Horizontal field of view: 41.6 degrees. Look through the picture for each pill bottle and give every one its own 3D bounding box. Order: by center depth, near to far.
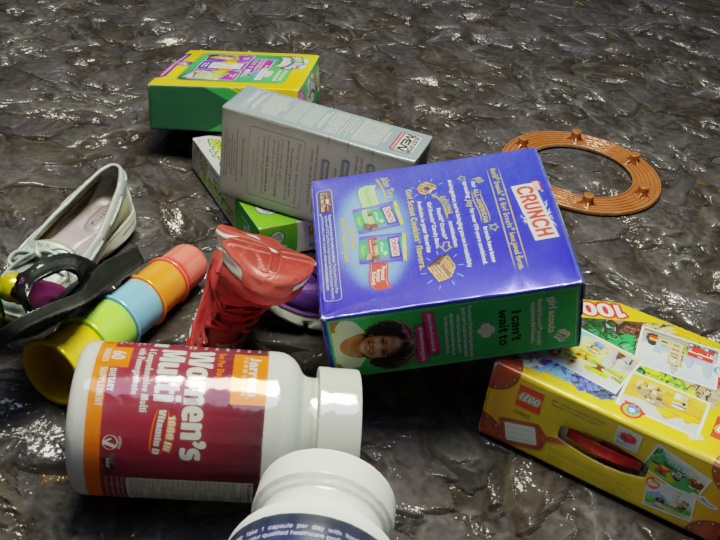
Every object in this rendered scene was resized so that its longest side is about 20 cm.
[{"bbox_3d":[-0.035,0.208,0.552,0.115,0.116,0.200,9,36,2],"label":"pill bottle"},{"bbox_3d":[-0.102,0.111,0.683,0.199,0.110,0.110,4,35,-5],"label":"pill bottle"}]

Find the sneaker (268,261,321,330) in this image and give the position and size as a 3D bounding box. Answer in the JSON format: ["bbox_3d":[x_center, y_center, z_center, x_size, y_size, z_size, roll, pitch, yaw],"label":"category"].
[{"bbox_3d":[0.000,0.000,0.882,0.199,0.084,0.081,-3,36,-13],"label":"sneaker"}]

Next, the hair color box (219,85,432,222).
[{"bbox_3d":[-0.037,-0.103,0.935,0.199,0.099,0.061,18,36,14],"label":"hair color box"}]

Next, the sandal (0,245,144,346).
[{"bbox_3d":[-0.245,0.011,0.774,0.075,0.048,0.200,-27,9,16],"label":"sandal"}]

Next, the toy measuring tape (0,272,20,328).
[{"bbox_3d":[-0.366,0.047,0.780,0.199,0.074,0.074,-21,39,-4],"label":"toy measuring tape"}]

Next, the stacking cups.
[{"bbox_3d":[-0.199,0.040,0.820,0.060,0.061,0.200,21,32,18],"label":"stacking cups"}]

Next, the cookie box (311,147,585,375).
[{"bbox_3d":[0.065,-0.009,0.779,0.199,0.075,0.172,-8,44,2],"label":"cookie box"}]

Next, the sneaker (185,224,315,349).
[{"bbox_3d":[-0.093,0.033,0.773,0.078,0.116,0.200,14,6,-12],"label":"sneaker"}]

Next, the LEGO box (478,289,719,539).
[{"bbox_3d":[0.221,0.106,0.777,0.199,0.078,0.149,23,38,21],"label":"LEGO box"}]

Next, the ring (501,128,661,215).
[{"bbox_3d":[0.273,-0.128,1.169,0.199,0.019,0.201,4,36,-3],"label":"ring"}]

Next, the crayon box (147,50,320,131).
[{"bbox_3d":[-0.144,-0.217,1.141,0.171,0.059,0.200,4,24,3],"label":"crayon box"}]

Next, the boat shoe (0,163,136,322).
[{"bbox_3d":[-0.273,-0.026,0.881,0.074,0.065,0.202,16,39,13],"label":"boat shoe"}]

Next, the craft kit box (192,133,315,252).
[{"bbox_3d":[-0.061,-0.097,1.044,0.196,0.049,0.200,-15,41,-24],"label":"craft kit box"}]
